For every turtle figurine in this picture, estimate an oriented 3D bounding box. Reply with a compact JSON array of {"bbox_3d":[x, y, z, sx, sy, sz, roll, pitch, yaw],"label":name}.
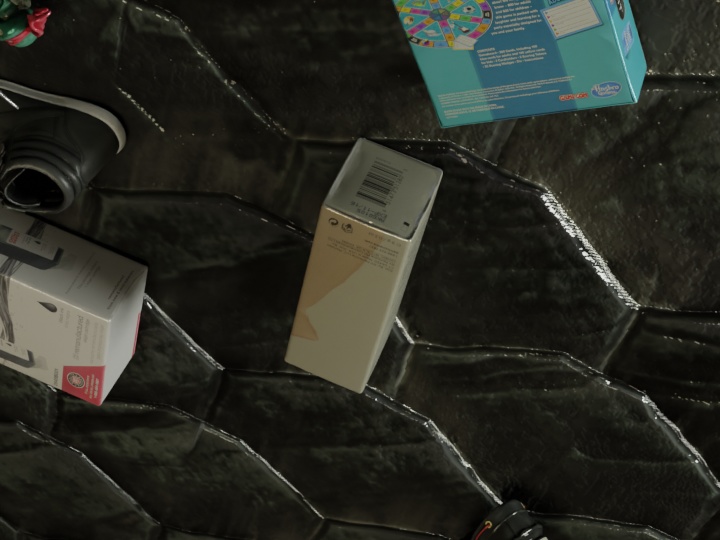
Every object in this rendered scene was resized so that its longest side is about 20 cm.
[{"bbox_3d":[-0.317,-0.228,1.021,0.201,0.100,0.150,55,171,-26],"label":"turtle figurine"}]

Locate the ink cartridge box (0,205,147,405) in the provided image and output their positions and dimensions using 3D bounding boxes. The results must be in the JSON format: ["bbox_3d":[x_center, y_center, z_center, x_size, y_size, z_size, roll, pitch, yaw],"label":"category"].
[{"bbox_3d":[-0.321,0.027,1.276,0.198,0.085,0.146,24,137,5],"label":"ink cartridge box"}]

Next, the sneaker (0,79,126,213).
[{"bbox_3d":[-0.312,-0.107,1.131,0.198,0.100,0.071,11,137,17],"label":"sneaker"}]

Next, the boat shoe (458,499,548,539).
[{"bbox_3d":[0.134,0.293,1.340,0.063,0.073,0.202,56,153,20],"label":"boat shoe"}]

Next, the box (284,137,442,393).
[{"bbox_3d":[0.000,0.000,1.092,0.077,0.095,0.201,22,136,5],"label":"box"}]

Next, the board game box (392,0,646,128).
[{"bbox_3d":[0.096,-0.199,0.886,0.150,0.047,0.201,-4,129,28],"label":"board game box"}]
